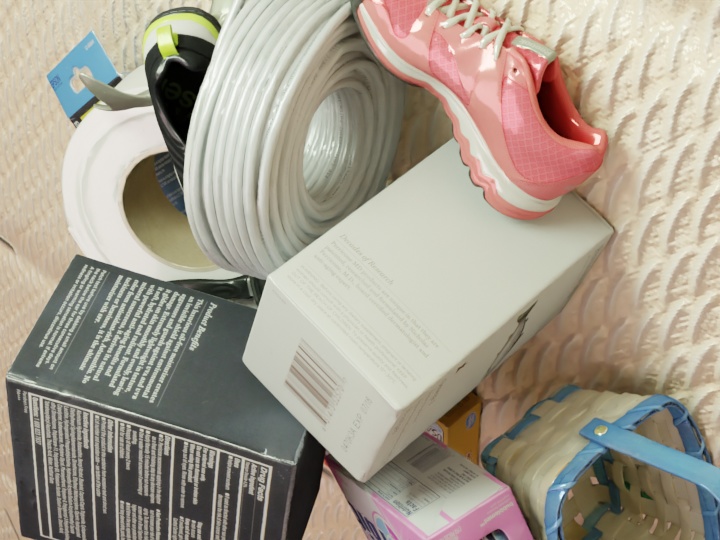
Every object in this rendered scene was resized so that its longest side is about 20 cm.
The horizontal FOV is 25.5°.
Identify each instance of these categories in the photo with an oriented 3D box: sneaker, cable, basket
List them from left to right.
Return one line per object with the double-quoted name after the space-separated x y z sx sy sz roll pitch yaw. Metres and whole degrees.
-0.101 -0.078 1.054 0.083 0.072 0.200 -93 -17 -56 "sneaker"
-0.035 -0.088 1.010 0.069 0.200 0.200 18 170 24 "cable"
0.076 -0.128 0.946 0.200 0.074 0.087 52 139 -8 "sneaker"
0.184 0.165 1.034 0.200 0.139 0.176 30 148 50 "basket"

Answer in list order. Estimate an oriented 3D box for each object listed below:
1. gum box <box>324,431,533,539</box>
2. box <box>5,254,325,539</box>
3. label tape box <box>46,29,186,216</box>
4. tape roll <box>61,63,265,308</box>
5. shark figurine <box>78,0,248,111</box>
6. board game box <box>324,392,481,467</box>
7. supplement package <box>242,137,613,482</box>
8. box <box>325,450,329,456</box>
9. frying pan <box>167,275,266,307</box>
0.058 0.182 1.076 0.114 0.066 0.200 64 166 -18 "gum box"
-0.127 0.117 1.110 0.198 0.123 0.200 17 139 6 "box"
-0.165 -0.109 1.320 0.200 0.066 0.143 56 152 -7 "label tape box"
-0.123 -0.060 1.205 0.202 0.071 0.203 8 122 13 "tape roll"
-0.099 -0.184 1.095 0.128 0.215 0.090 24 -165 -7 "shark figurine"
0.031 0.138 1.345 0.153 0.040 0.200 35 148 29 "board game box"
0.042 0.016 1.007 0.117 0.200 0.117 44 151 14 "supplement package"
0.031 0.076 1.174 0.070 0.064 0.200 34 138 -8 "box"
-0.055 0.025 1.168 0.190 0.031 0.115 -25 99 39 "frying pan"
